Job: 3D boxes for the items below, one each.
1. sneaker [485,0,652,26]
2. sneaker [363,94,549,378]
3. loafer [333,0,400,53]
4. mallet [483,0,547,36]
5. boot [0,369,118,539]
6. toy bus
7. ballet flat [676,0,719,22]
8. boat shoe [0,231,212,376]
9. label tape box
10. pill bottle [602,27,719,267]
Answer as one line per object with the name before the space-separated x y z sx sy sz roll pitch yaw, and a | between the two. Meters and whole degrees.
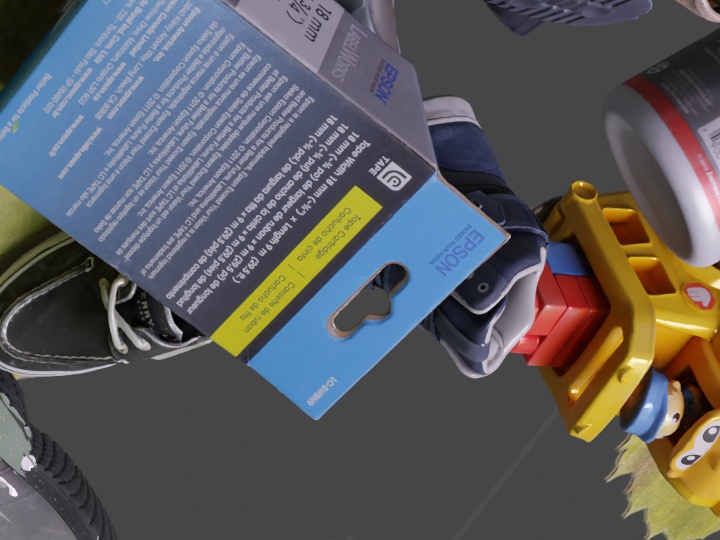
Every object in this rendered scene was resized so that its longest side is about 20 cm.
sneaker | 0.047 -0.166 0.809 0.070 0.083 0.199 -8 162 44
sneaker | 0.001 -0.001 1.002 0.201 0.147 0.077 -21 149 -15
loafer | -0.018 -0.132 0.867 0.071 0.063 0.201 -4 132 12
mallet | 0.064 -0.167 0.902 0.066 0.041 0.200 -39 157 9
boot | -0.211 0.135 1.022 0.130 0.068 0.201 -31 111 0
toy bus | 0.164 0.043 1.167 0.190 0.201 0.136 3 138 -33
ballet flat | 0.207 -0.207 0.973 0.067 0.068 0.201 -14 144 -28
boat shoe | -0.101 0.007 0.948 0.198 0.071 0.064 -19 -167 10
label tape box | -0.050 -0.049 0.844 0.199 0.064 0.144 38 124 -13
pill bottle | 0.249 -0.097 1.115 0.199 0.116 0.116 -29 149 -5
